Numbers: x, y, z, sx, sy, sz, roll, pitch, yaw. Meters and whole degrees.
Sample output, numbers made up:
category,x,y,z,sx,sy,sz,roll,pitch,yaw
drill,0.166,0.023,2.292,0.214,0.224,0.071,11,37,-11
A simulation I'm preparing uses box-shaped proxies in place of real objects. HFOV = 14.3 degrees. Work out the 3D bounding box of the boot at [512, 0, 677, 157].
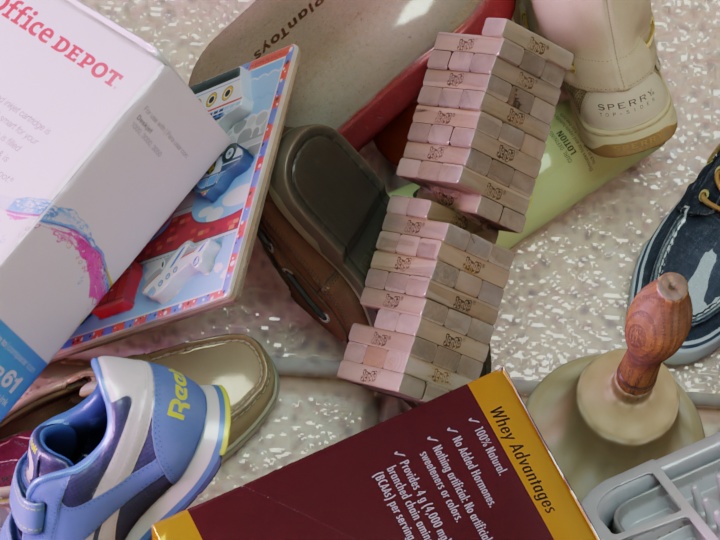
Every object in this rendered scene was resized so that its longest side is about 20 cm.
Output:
category,x,y,z,sx,sy,sz,roll,pitch,yaw
boot,0.115,-0.174,1.589,0.072,0.156,0.200,-17,35,0

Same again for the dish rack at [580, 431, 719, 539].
category,x,y,z,sx,sy,sz,roll,pitch,yaw
dish rack,0.225,0.130,1.441,0.199,0.044,0.172,-23,28,-8

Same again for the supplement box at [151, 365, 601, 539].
category,x,y,z,sx,sy,sz,roll,pitch,yaw
supplement box,0.024,0.192,1.450,0.199,0.133,0.198,-23,68,-14

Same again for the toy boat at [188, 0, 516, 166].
category,x,y,z,sx,sy,sz,roll,pitch,yaw
toy boat,0.009,-0.105,1.603,0.200,0.131,0.131,-40,37,14

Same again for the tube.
category,x,y,z,sx,sy,sz,roll,pitch,yaw
tube,0.080,-0.043,1.615,0.200,0.052,0.058,-31,35,-14

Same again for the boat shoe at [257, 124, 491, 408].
category,x,y,z,sx,sy,sz,roll,pitch,yaw
boat shoe,0.000,0.000,1.545,0.072,0.068,0.200,-48,119,-31

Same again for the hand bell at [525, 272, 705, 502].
category,x,y,z,sx,sy,sz,roll,pitch,yaw
hand bell,0.144,0.052,1.488,0.104,0.200,0.105,1,65,-3

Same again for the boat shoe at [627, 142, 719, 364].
category,x,y,z,sx,sy,sz,roll,pitch,yaw
boat shoe,0.215,-0.044,1.599,0.071,0.091,0.201,31,67,11

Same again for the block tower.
category,x,y,z,sx,sy,sz,roll,pitch,yaw
block tower,0.049,-0.029,1.501,0.054,0.058,0.201,22,83,-39

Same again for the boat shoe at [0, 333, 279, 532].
category,x,y,z,sx,sy,sz,roll,pitch,yaw
boat shoe,-0.132,0.084,1.526,0.199,0.069,0.074,-27,69,-15

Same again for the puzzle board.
category,x,y,z,sx,sy,sz,roll,pitch,yaw
puzzle board,-0.115,-0.033,1.531,0.017,0.200,0.151,31,59,-33

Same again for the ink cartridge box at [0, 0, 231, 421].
category,x,y,z,sx,sy,sz,roll,pitch,yaw
ink cartridge box,-0.186,-0.041,1.477,0.144,0.085,0.200,33,81,38

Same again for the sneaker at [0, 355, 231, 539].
category,x,y,z,sx,sy,sz,roll,pitch,yaw
sneaker,-0.151,0.123,1.461,0.200,0.082,0.074,-53,31,13
